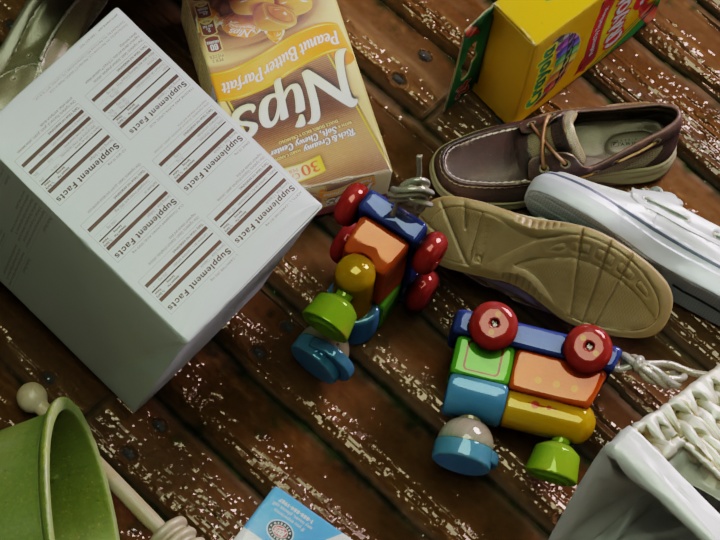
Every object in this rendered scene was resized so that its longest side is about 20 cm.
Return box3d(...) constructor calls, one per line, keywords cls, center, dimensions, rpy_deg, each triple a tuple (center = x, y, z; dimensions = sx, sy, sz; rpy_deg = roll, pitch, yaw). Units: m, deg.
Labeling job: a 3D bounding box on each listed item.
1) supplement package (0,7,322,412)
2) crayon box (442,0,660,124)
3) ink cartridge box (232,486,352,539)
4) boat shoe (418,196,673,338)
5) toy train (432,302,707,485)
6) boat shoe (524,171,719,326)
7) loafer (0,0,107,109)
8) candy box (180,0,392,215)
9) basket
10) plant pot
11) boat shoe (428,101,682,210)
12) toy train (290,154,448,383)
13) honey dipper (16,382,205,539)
box3d(cls="supplement package", center=(-0.165, -0.039, 1.661), dimensions=(0.200, 0.191, 0.147), rpy_deg=(44, 66, 1))
box3d(cls="crayon box", center=(0.158, -0.193, 1.830), dimensions=(0.200, 0.127, 0.051), rpy_deg=(-38, 73, -20))
box3d(cls="ink cartridge box", center=(-0.073, 0.264, 1.608), dimensions=(0.115, 0.068, 0.200), rpy_deg=(34, 64, 10))
box3d(cls="boat shoe", center=(0.141, -0.006, 1.764), dimensions=(0.200, 0.069, 0.074), rpy_deg=(23, 95, 9))
box3d(cls="toy train", center=(0.154, 0.104, 1.702), dimensions=(0.200, 0.085, 0.116), rpy_deg=(14, 74, 1))
box3d(cls="boat shoe", center=(0.221, -0.028, 1.788), dimensions=(0.200, 0.074, 0.067), rpy_deg=(32, 66, -4))
box3d(cls="loafer", center=(-0.246, -0.148, 1.796), dimensions=(0.067, 0.076, 0.200), rpy_deg=(32, 73, 7))
box3d(cls="candy box", center=(-0.059, -0.137, 1.816), dimensions=(0.115, 0.055, 0.200), rpy_deg=(-12, 64, -12))
box3d(cls="basket", center=(0.229, 0.172, 1.619), dimensions=(0.123, 0.200, 0.136), rpy_deg=(-38, 73, -28))
box3d(cls="plant pot", center=(-0.272, 0.197, 1.564), dimensions=(0.190, 0.200, 0.200), rpy_deg=(-9, 64, 5))
box3d(cls="boat shoe", center=(0.153, -0.097, 1.810), dimensions=(0.200, 0.072, 0.072), rpy_deg=(-6, 64, -9))
box3d(cls="toy train", center=(0.000, 0.000, 1.677), dimensions=(0.085, 0.200, 0.116), rpy_deg=(32, 69, 10))
box3d(cls="honey dipper", center=(-0.176, 0.150, 1.672), dimensions=(0.038, 0.038, 0.200), rpy_deg=(-39, 72, -22))
